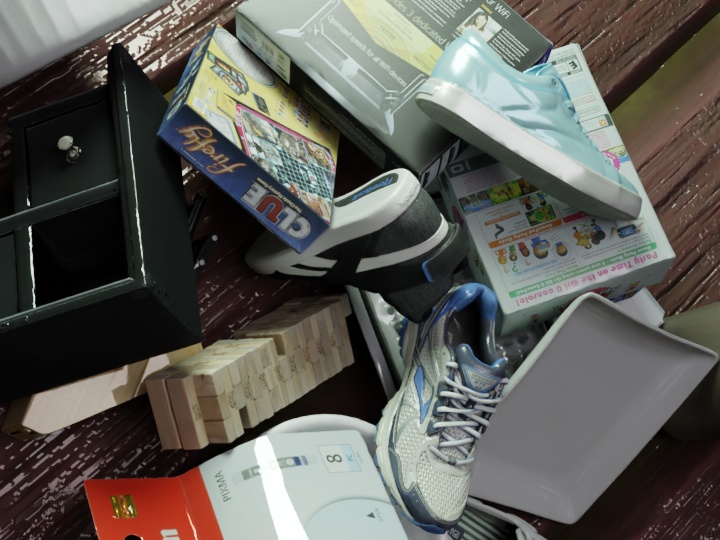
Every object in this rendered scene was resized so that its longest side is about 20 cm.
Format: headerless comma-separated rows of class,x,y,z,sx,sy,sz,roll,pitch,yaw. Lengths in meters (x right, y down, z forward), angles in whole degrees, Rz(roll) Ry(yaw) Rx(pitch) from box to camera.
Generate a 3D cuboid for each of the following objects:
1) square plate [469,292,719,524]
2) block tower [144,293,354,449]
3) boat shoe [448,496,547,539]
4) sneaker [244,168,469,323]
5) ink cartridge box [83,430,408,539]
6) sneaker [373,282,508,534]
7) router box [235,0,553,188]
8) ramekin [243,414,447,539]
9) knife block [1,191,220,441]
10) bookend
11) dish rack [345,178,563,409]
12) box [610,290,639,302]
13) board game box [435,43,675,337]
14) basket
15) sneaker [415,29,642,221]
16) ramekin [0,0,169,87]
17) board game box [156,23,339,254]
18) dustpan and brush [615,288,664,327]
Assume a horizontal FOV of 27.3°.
square plate,0.173,0.113,1.200,0.200,0.028,0.198,23,112,-43
block tower,-0.074,0.072,1.101,0.200,0.054,0.058,-31,113,-55
boat shoe,0.114,0.236,1.209,0.200,0.067,0.074,27,69,-20
sneaker,0.000,0.000,1.125,0.112,0.200,0.073,49,56,-18
ink cartridge box,-0.067,0.181,0.979,0.199,0.047,0.160,2,42,-28
sneaker,0.066,0.094,1.102,0.077,0.085,0.201,21,57,-27
router box,0.025,-0.180,1.168,0.200,0.052,0.157,43,74,11
ramekin,-0.043,0.213,1.115,0.200,0.098,0.201,6,77,-26
knife block,-0.193,0.012,1.096,0.200,0.064,0.176,-23,90,-29
bookend,-0.226,-0.026,1.029,0.198,0.092,0.200,-17,59,12
dish rack,0.071,0.026,1.217,0.171,0.044,0.200,-16,77,-21
box,0.182,-0.069,1.273,0.064,0.070,0.200,-16,72,-26
board game box,0.143,-0.066,1.194,0.147,0.064,0.200,-18,71,-8
basket,0.355,0.079,1.276,0.180,0.200,0.136,-47,112,-40
sneaker,0.142,-0.109,1.105,0.200,0.074,0.082,31,85,-21
ramekin,-0.225,-0.197,1.040,0.200,0.200,0.098,-33,103,-28
board game box,-0.078,-0.104,1.120,0.135,0.200,0.035,40,110,-15
dustpan and brush,0.154,0.049,1.281,0.200,0.057,0.140,-37,86,-34
